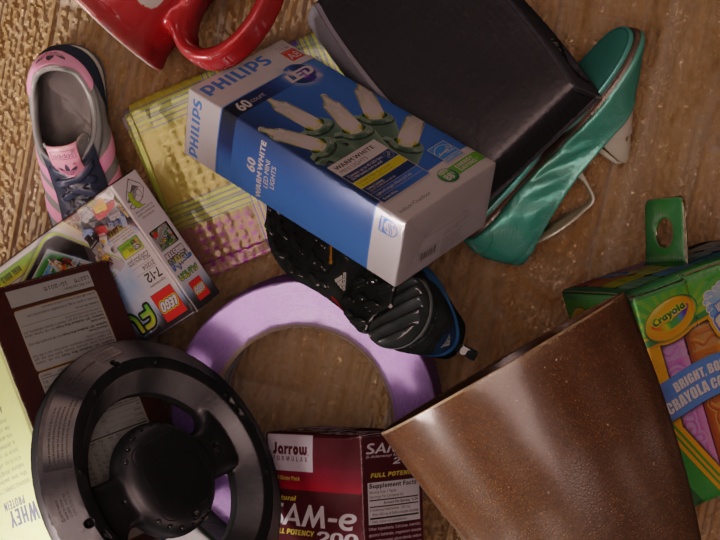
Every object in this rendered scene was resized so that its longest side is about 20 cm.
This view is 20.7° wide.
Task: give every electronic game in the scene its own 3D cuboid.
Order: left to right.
[{"bbox_3d":[-0.135,0.142,1.331,0.042,0.200,0.201,-30,93,42],"label":"electronic game"}]

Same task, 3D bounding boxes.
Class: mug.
[{"bbox_3d":[-0.110,-0.248,1.418,0.177,0.133,0.200,43,94,-2],"label":"mug"}]

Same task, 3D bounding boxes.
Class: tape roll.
[{"bbox_3d":[-0.039,0.104,1.476,0.198,0.066,0.202,1,97,7],"label":"tape roll"}]

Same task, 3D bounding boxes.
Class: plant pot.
[{"bbox_3d":[0.141,0.148,1.300,0.186,0.187,0.201,-30,87,8],"label":"plant pot"}]

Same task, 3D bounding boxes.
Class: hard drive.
[{"bbox_3d":[0.062,-0.157,1.413,0.135,0.042,0.200,-42,72,3],"label":"hard drive"}]

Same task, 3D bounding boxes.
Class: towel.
[{"bbox_3d":[-0.070,-0.090,1.480,0.199,0.023,0.145,-22,93,7],"label":"towel"}]

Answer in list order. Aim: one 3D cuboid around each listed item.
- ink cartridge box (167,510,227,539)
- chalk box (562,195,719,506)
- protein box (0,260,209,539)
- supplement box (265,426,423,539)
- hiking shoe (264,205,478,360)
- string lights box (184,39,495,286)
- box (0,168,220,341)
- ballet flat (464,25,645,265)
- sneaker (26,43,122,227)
[{"bbox_3d":[-0.144,0.225,1.484,0.200,0.059,0.104,34,101,39],"label":"ink cartridge box"},{"bbox_3d":[0.231,0.049,1.395,0.123,0.125,0.202,-19,95,-15],"label":"chalk box"},{"bbox_3d":[-0.249,0.129,1.400,0.198,0.135,0.201,-25,85,35],"label":"protein box"},{"bbox_3d":[-0.010,0.213,1.385,0.108,0.061,0.202,-4,88,49],"label":"supplement box"},{"bbox_3d":[0.000,0.000,1.412,0.074,0.087,0.200,-47,50,10],"label":"hiking shoe"},{"bbox_3d":[-0.017,-0.078,1.371,0.199,0.103,0.059,32,134,26],"label":"string lights box"},{"bbox_3d":[-0.205,0.020,1.454,0.199,0.035,0.110,-32,95,35],"label":"box"},{"bbox_3d":[0.155,-0.085,1.442,0.070,0.067,0.200,35,100,-23],"label":"ballet flat"},{"bbox_3d":[-0.212,-0.067,1.466,0.070,0.082,0.202,-13,95,7],"label":"sneaker"}]
